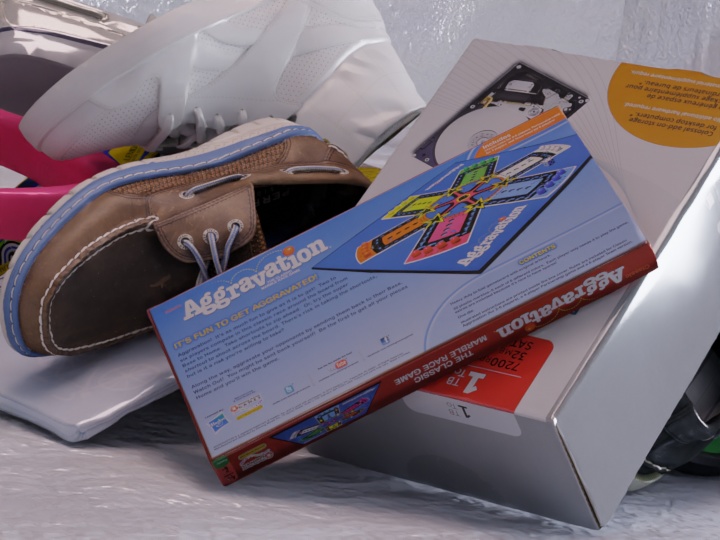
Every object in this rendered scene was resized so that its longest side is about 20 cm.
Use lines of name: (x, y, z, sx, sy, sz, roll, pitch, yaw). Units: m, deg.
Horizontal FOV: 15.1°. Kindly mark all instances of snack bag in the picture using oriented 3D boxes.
snack bag: (-0.108, 0.024, 1.265, 0.200, 0.021, 0.188, -27, 29, -36)

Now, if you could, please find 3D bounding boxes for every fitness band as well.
fitness band: (-0.196, -0.056, 1.350, 0.144, 0.037, 0.200, 6, 14, -30)

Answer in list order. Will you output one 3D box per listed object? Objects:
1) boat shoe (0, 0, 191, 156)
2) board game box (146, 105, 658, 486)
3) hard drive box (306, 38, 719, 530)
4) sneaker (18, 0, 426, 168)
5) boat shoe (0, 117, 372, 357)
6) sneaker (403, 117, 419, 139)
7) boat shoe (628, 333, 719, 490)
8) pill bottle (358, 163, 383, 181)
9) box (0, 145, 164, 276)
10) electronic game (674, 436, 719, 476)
boat shoe: (-0.103, -0.102, 1.415, 0.200, 0.070, 0.071, 14, -35, -17)
board game box: (0.015, 0.008, 1.141, 0.200, 0.019, 0.103, -26, 44, -1)
hard drive box: (0.076, 0.001, 1.190, 0.156, 0.200, 0.077, 12, -36, 34)
sneaker: (-0.059, -0.074, 1.337, 0.200, 0.116, 0.074, -27, -7, -25)
boat shoe: (-0.073, -0.014, 1.222, 0.072, 0.072, 0.200, 22, 41, 38)
sneaker: (0.086, -0.072, 1.429, 0.077, 0.082, 0.200, 27, 3, 24)
boat shoe: (0.170, 0.028, 1.274, 0.066, 0.075, 0.199, -32, 4, 41)
pill bottle: (0.000, 0.000, 1.461, 0.112, 0.113, 0.200, 5, 6, -25)
box: (-0.124, -0.041, 1.466, 0.070, 0.064, 0.200, 3, 32, 33)
electronic game: (0.136, 0.012, 1.335, 0.200, 0.200, 0.042, 1, -32, -47)
